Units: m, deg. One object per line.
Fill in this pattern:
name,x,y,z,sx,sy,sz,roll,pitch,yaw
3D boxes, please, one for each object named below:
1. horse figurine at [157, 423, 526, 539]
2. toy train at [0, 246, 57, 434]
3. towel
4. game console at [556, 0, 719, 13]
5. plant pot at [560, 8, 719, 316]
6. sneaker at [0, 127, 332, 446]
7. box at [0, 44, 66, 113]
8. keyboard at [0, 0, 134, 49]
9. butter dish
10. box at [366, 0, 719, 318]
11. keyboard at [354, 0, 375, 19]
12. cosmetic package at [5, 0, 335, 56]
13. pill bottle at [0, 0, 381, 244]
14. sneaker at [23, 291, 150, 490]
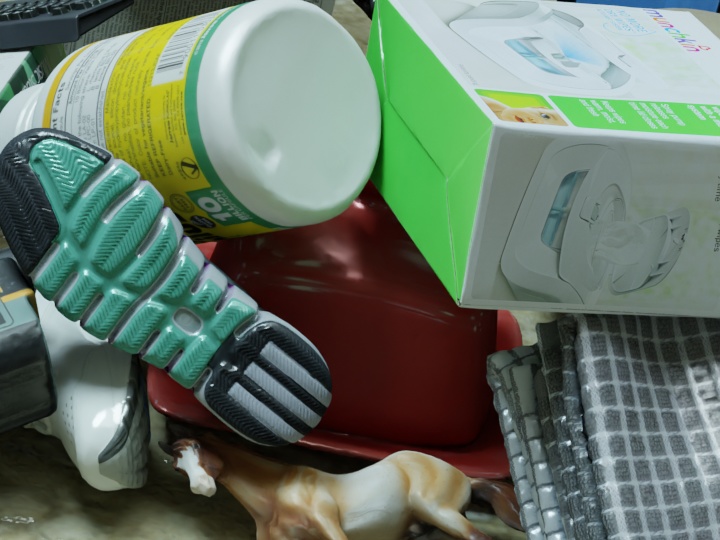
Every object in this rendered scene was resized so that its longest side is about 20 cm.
horse figurine,0.013,0.125,1.400,0.200,0.050,0.133,-3,35,-25
toy train,-0.240,0.046,1.371,0.200,0.085,0.114,-19,42,-18
towel,0.166,0.107,1.366,0.165,0.086,0.200,-5,70,-21
game console,0.175,-0.104,1.737,0.119,0.200,0.172,10,28,-4
plant pot,0.174,-0.027,1.603,0.200,0.200,0.135,13,32,-1
sneaker,-0.102,0.011,1.405,0.200,0.074,0.088,44,-4,-5
box,-0.254,-0.084,1.615,0.144,0.036,0.200,-10,22,12
keyboard,-0.240,-0.136,1.667,0.200,0.021,0.127,-4,21,29
butter dish,0.000,0.000,1.523,0.200,0.148,0.199,11,27,-3
box,0.108,-0.056,1.400,0.176,0.097,0.200,3,23,-16
keyboard,0.001,-0.097,1.641,0.021,0.127,0.200,23,-2,30
cosmetic package,-0.121,-0.159,1.815,0.200,0.104,0.073,-6,32,-34
pill bottle,-0.095,-0.067,1.453,0.200,0.113,0.113,-8,7,45
sneaker,-0.156,0.056,1.453,0.087,0.075,0.200,-9,26,-14
